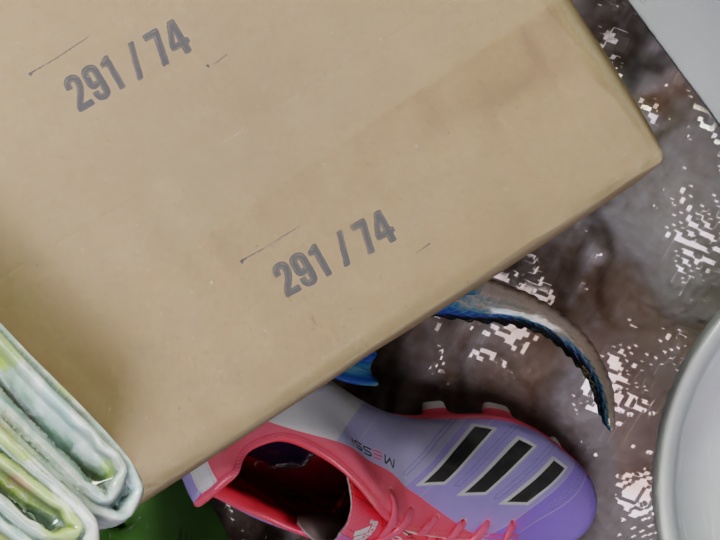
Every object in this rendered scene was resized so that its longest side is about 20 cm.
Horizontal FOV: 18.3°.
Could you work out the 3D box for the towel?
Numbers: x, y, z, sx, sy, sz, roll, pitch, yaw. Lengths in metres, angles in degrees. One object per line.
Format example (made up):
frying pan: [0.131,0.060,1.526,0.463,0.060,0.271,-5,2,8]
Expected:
towel: [-0.159,0.025,0.657,0.171,0.048,0.200,50,155,-11]

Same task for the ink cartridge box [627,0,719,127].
ink cartridge box: [0.083,-0.133,0.711,0.039,0.100,0.200,-30,116,20]

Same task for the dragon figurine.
dragon figurine: [0.000,0.000,0.818,0.200,0.059,0.099,41,116,-17]

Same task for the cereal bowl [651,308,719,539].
cereal bowl: [0.204,0.079,0.828,0.199,0.083,0.201,0,89,0]

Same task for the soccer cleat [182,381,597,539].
soccer cleat: [0.010,0.082,0.841,0.200,0.077,0.067,24,126,-31]

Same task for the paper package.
paper package: [-0.046,-0.059,0.662,0.200,0.104,0.191,-34,110,6]

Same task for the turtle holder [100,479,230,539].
turtle holder: [-0.101,0.139,0.837,0.131,0.141,0.186,-15,145,10]
